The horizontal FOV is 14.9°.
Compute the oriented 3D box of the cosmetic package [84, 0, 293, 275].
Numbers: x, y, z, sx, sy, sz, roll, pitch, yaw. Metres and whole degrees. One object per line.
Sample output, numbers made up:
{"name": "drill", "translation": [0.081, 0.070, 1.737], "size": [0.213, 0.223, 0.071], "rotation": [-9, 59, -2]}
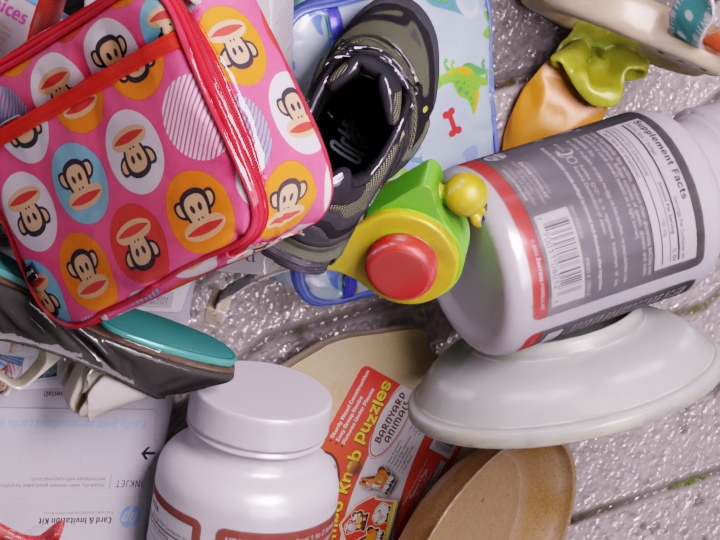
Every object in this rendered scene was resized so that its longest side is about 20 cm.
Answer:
{"name": "cosmetic package", "translation": [-0.096, -0.105, 1.560], "size": [0.112, 0.081, 0.201], "rotation": [2, 107, 8]}

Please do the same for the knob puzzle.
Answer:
{"name": "knob puzzle", "translation": [-0.015, 0.121, 1.757], "size": [0.218, 0.030, 0.221], "rotation": [-13, 114, -31]}

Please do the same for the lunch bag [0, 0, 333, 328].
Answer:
{"name": "lunch bag", "translation": [-0.120, -0.077, 1.455], "size": [0.082, 0.199, 0.177], "rotation": [-22, 88, -47]}

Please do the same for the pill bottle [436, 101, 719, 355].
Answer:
{"name": "pill bottle", "translation": [0.145, -0.030, 1.652], "size": [0.199, 0.116, 0.117], "rotation": [-18, 116, -25]}

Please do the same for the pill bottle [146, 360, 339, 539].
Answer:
{"name": "pill bottle", "translation": [-0.073, 0.162, 1.648], "size": [0.112, 0.112, 0.201], "rotation": [-5, 116, -34]}

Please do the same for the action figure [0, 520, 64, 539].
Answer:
{"name": "action figure", "translation": [-0.265, 0.127, 1.535], "size": [0.199, 0.052, 0.066], "rotation": [22, 54, -9]}

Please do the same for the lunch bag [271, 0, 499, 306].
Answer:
{"name": "lunch bag", "translation": [0.004, -0.084, 1.669], "size": [0.160, 0.082, 0.201], "rotation": [-12, 112, -28]}

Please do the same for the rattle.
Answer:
{"name": "rattle", "translation": [0.164, -0.112, 1.693], "size": [0.143, 0.200, 0.130], "rotation": [-53, 127, -8]}

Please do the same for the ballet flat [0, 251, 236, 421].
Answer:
{"name": "ballet flat", "translation": [-0.167, 0.040, 1.556], "size": [0.199, 0.068, 0.069], "rotation": [24, 102, -27]}

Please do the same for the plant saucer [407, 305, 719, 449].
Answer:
{"name": "plant saucer", "translation": [0.124, 0.051, 1.690], "size": [0.199, 0.200, 0.051], "rotation": [-19, 107, -29]}

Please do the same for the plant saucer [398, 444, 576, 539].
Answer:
{"name": "plant saucer", "translation": [0.069, 0.190, 1.806], "size": [0.200, 0.035, 0.201], "rotation": [-38, 143, -36]}

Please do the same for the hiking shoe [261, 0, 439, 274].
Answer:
{"name": "hiking shoe", "translation": [0.007, -0.090, 1.521], "size": [0.075, 0.101, 0.201], "rotation": [28, 51, -6]}

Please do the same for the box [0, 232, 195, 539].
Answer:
{"name": "box", "translation": [-0.185, 0.080, 1.617], "size": [0.155, 0.041, 0.201], "rotation": [3, 103, -35]}

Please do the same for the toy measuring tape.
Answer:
{"name": "toy measuring tape", "translation": [0.000, 0.000, 1.597], "size": [0.199, 0.074, 0.073], "rotation": [-30, 135, 31]}

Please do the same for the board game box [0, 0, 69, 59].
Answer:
{"name": "board game box", "translation": [-0.260, -0.121, 1.498], "size": [0.199, 0.034, 0.135], "rotation": [30, 88, -38]}
